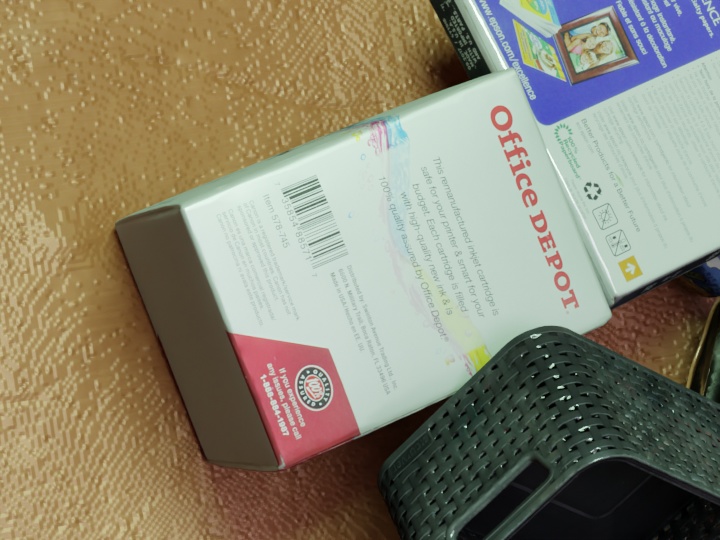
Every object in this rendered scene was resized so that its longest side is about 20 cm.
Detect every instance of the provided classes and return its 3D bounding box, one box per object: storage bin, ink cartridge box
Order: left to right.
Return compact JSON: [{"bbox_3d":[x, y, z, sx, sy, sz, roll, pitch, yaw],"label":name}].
[{"bbox_3d":[0.000,0.000,1.358,0.199,0.145,0.146,-22,94,-18],"label":"ink cartridge box"},{"bbox_3d":[0.124,0.128,1.333,0.200,0.094,0.135,26,118,-40],"label":"storage bin"},{"bbox_3d":[0.165,-0.103,1.410,0.200,0.043,0.199,-24,84,-24],"label":"ink cartridge box"}]

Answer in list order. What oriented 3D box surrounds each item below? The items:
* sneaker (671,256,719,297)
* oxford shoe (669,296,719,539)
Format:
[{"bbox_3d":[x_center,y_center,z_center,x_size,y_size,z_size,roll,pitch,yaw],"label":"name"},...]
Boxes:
[{"bbox_3d":[0.161,-0.077,1.458,0.088,0.075,0.200,-44,102,-19],"label":"sneaker"},{"bbox_3d":[0.199,0.107,1.448,0.071,0.071,0.201,27,68,-53],"label":"oxford shoe"}]
